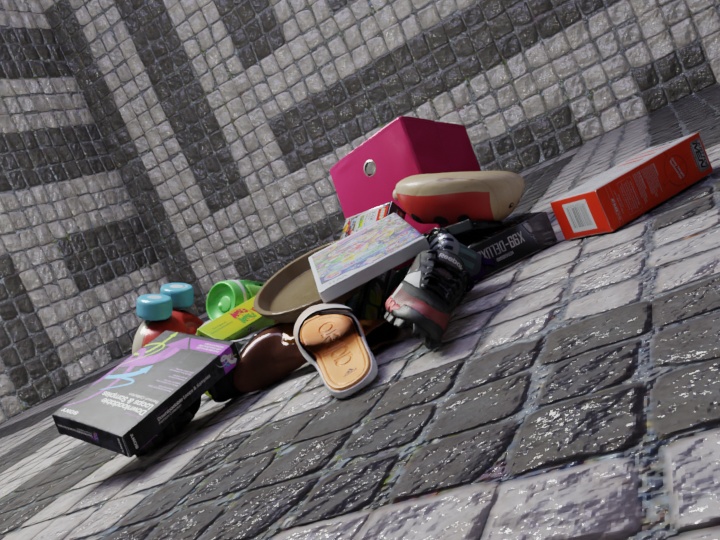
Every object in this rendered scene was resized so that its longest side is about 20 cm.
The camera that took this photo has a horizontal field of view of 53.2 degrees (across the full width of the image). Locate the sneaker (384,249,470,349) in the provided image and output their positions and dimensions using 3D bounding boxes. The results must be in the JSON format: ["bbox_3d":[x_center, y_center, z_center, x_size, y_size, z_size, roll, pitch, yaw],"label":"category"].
[{"bbox_3d":[0.077,0.024,0.800,0.099,0.070,0.200,-55,0,9],"label":"sneaker"}]

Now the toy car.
[{"bbox_3d":[-0.279,0.134,1.267,0.196,0.188,0.177,5,11,10],"label":"toy car"}]

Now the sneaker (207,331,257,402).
[{"bbox_3d":[-0.146,0.123,1.034,0.086,0.077,0.200,-16,8,23],"label":"sneaker"}]

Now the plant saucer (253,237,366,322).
[{"bbox_3d":[-0.058,0.014,1.013,0.197,0.030,0.201,-23,21,9],"label":"plant saucer"}]

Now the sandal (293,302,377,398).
[{"bbox_3d":[-0.032,0.071,0.806,0.078,0.060,0.207,-30,20,-8],"label":"sandal"}]

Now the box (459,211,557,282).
[{"bbox_3d":[0.191,-0.035,1.101,0.156,0.050,0.200,-25,5,-4],"label":"box"}]

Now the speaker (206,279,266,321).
[{"bbox_3d":[-0.181,0.068,1.288,0.087,0.090,0.199,-22,-19,30],"label":"speaker"}]

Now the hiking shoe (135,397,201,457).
[{"bbox_3d":[-0.262,0.188,0.983,0.099,0.077,0.200,-19,14,-8],"label":"hiking shoe"}]

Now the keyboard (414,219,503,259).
[{"bbox_3d":[0.115,-0.034,1.080,0.103,0.040,0.199,-1,-11,-35],"label":"keyboard"}]

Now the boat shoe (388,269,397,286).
[{"bbox_3d":[-0.022,0.058,1.150,0.198,0.071,0.066,-30,-17,1],"label":"boat shoe"}]

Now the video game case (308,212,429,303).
[{"bbox_3d":[0.004,-0.022,0.932,0.141,0.018,0.200,-27,15,-1],"label":"video game case"}]

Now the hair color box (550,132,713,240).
[{"bbox_3d":[0.368,-0.113,0.977,0.198,0.062,0.101,-28,6,-20],"label":"hair color box"}]

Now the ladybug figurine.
[{"bbox_3d":[0.144,-0.106,1.066,0.196,0.073,0.135,0,4,22],"label":"ladybug figurine"}]

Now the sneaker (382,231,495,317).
[{"bbox_3d":[0.099,0.026,0.971,0.200,0.086,0.076,133,154,-57],"label":"sneaker"}]

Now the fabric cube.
[{"bbox_3d":[0.095,-0.127,1.271,0.198,0.203,0.195,-5,-18,-47],"label":"fabric cube"}]

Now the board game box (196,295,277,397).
[{"bbox_3d":[-0.186,0.109,1.149,0.047,0.103,0.199,23,27,20],"label":"board game box"}]

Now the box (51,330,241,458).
[{"bbox_3d":[-0.268,0.148,0.913,0.141,0.037,0.200,4,31,34],"label":"box"}]

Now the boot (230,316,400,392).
[{"bbox_3d":[-0.063,0.113,0.917,0.186,0.069,0.199,-28,18,-20],"label":"boot"}]

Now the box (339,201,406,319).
[{"bbox_3d":[0.000,0.000,1.080,0.109,0.035,0.203,-18,48,46],"label":"box"}]
